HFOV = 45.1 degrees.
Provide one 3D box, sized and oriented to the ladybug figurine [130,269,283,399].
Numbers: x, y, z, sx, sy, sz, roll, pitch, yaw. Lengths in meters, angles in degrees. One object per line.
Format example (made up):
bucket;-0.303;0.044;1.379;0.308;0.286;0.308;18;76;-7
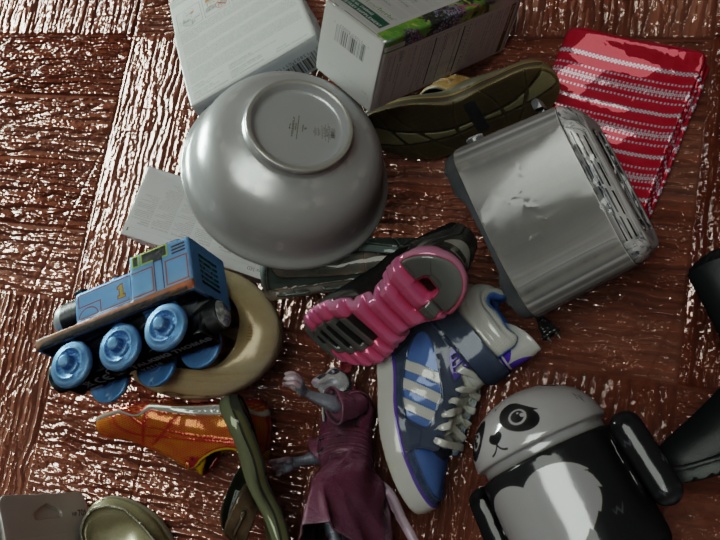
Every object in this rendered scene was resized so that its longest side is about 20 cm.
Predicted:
ladybug figurine;-0.166;0.066;0.897;0.199;0.072;0.136;6;78;21

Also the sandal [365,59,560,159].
sandal;0.098;-0.166;0.864;0.199;0.080;0.054;-17;46;19

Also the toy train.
toy train;-0.217;0.051;0.837;0.199;0.087;0.115;-21;61;15

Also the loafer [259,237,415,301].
loafer;0.000;0.000;0.852;0.199;0.072;0.063;2;99;2

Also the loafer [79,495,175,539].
loafer;-0.213;0.300;0.856;0.200;0.068;0.076;39;91;24

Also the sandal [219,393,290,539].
sandal;-0.107;0.215;0.811;0.057;0.080;0.202;-17;93;-12

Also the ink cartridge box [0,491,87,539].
ink cartridge box;-0.393;0.300;0.878;0.199;0.146;0.086;-23;72;13

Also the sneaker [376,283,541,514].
sneaker;0.095;0.108;0.787;0.146;0.081;0.201;-17;65;21

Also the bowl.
bowl;-0.062;-0.109;0.790;0.200;0.090;0.202;5;66;-11

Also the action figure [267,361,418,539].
action figure;-0.008;0.168;0.793;0.148;0.134;0.201;7;57;-5

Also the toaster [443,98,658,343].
toaster;0.173;-0.049;0.767;0.129;0.114;0.201;-28;81;25

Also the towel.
towel;0.232;-0.132;0.834;0.144;0.022;0.201;21;84;24

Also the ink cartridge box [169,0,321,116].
ink cartridge box;-0.133;-0.276;0.998;0.160;0.047;0.200;-27;52;11

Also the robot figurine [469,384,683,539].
robot figurine;0.173;0.193;0.715;0.150;0.125;0.200;-23;69;-5

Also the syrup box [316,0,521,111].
syrup box;0.060;-0.235;0.833;0.200;0.082;0.079;-31;62;-33

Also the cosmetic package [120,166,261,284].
cosmetic package;-0.153;-0.044;0.932;0.199;0.051;0.083;18;79;22

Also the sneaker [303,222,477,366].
sneaker;0.030;0.018;0.782;0.200;0.095;0.079;-30;109;41

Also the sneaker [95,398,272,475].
sneaker;-0.186;0.168;0.881;0.199;0.073;0.077;-1;86;22

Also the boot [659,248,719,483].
boot;0.310;0.071;0.723;0.200;0.076;0.169;-23;74;5
